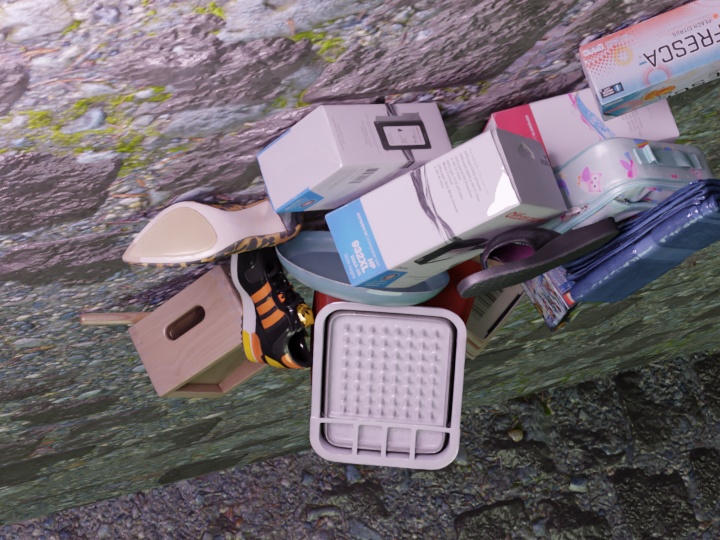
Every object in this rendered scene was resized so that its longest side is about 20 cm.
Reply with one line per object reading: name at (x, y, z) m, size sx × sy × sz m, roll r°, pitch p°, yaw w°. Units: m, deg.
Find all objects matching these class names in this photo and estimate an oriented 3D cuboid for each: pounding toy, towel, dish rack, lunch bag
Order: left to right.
pounding toy at (-0.211, 0.074, 1.898) m, size 0.200 × 0.143 × 0.184 m, roll -34°, pitch 162°, yaw 18°
dish rack at (0.032, 0.124, 1.682) m, size 0.171 × 0.201 × 0.044 m, roll 4°, pitch -157°, yaw 4°
lunch bag at (0.286, -0.080, 1.613) m, size 0.200 × 0.077 × 0.160 m, roll -2°, pitch 157°, yaw -43°
towel at (0.316, -0.032, 1.582) m, size 0.111 × 0.049 × 0.200 m, roll 5°, pitch 146°, yaw -48°

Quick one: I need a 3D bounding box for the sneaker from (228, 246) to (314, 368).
sneaker at (-0.094, 0.030, 1.733) m, size 0.090 × 0.201 × 0.070 m, roll 13°, pitch -141°, yaw 23°

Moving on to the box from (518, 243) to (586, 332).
box at (0.220, -0.004, 1.809) m, size 0.040 × 0.137 × 0.200 m, roll -31°, pitch 170°, yaw -4°

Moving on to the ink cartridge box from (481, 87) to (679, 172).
ink cartridge box at (0.236, -0.138, 1.663) m, size 0.199 × 0.086 × 0.148 m, roll -14°, pitch 165°, yaw -9°

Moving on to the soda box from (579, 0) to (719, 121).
soda box at (0.322, -0.220, 1.474) m, size 0.199 × 0.069 × 0.064 m, roll -21°, pitch 166°, yaw 8°

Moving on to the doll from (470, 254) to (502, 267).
doll at (0.101, 0.008, 1.887) m, size 0.136 × 0.049 × 0.200 m, roll 1°, pitch 162°, yaw -27°

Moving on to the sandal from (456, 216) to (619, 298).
sandal at (0.172, -0.021, 1.506) m, size 0.200 × 0.048 × 0.075 m, roll -21°, pitch 167°, yaw -30°

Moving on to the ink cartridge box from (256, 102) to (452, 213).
ink cartridge box at (0.011, -0.115, 1.500) m, size 0.200 × 0.068 × 0.116 m, roll -7°, pitch 163°, yaw -43°

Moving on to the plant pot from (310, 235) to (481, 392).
plant pot at (0.029, 0.094, 1.810) m, size 0.199 × 0.177 × 0.200 m, roll 10°, pitch 151°, yaw 0°

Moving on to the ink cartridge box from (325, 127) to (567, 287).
ink cartridge box at (0.089, -0.058, 1.507) m, size 0.200 × 0.084 × 0.145 m, roll -26°, pitch 167°, yaw 24°

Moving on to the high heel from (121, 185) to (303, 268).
high heel at (-0.156, -0.033, 1.619) m, size 0.199 × 0.072 × 0.143 m, roll -22°, pitch 166°, yaw -4°

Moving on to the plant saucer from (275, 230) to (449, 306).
plant saucer at (0.000, 0.000, 1.669) m, size 0.199 × 0.028 × 0.200 m, roll 11°, pitch -163°, yaw -3°

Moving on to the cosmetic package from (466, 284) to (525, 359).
cosmetic package at (0.161, 0.051, 2.055) m, size 0.103 × 0.087 × 0.200 m, roll -50°, pitch 174°, yaw -7°
